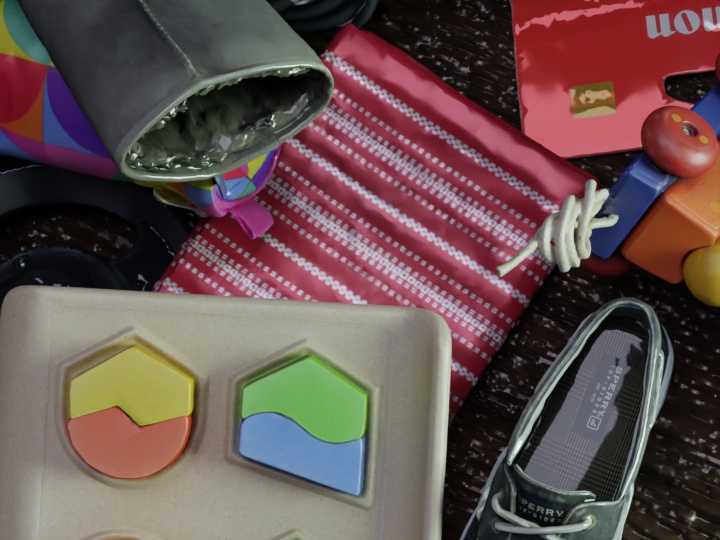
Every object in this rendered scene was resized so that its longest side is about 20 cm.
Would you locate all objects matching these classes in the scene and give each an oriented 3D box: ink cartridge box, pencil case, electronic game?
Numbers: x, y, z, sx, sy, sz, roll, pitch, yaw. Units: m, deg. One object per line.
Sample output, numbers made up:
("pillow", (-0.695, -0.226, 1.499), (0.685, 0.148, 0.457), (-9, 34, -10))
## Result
("ink cartridge box", (0.162, -0.149, 1.145), (0.200, 0.045, 0.176), (-7, 68, 8))
("pencil case", (-0.128, -0.080, 1.095), (0.200, 0.088, 0.088), (17, 75, 17))
("electronic game", (-0.140, 0.027, 1.136), (0.200, 0.042, 0.200), (-1, 71, 2))

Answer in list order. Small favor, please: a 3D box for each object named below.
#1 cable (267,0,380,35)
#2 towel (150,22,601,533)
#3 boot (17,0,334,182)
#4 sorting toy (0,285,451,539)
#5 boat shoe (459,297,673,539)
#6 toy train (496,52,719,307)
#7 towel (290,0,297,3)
("cable", (-0.022, -0.200, 1.199), (0.163, 0.051, 0.200), (-21, 64, -3))
("towel", (0.000, 0.000, 1.113), (0.145, 0.022, 0.200), (34, 75, 6))
("boot", (-0.132, -0.109, 1.030), (0.182, 0.073, 0.200), (-23, 61, -11))
("sorting toy", (-0.065, 0.103, 1.063), (0.200, 0.036, 0.185), (3, 92, 8))
("boat shoe", (0.078, 0.100, 1.056), (0.072, 0.071, 0.200), (15, 75, 15))
("toy train", (0.147, -0.005, 1.038), (0.116, 0.085, 0.200), (41, 44, 8))
("towel", (-0.005, -0.229, 1.084), (0.200, 0.023, 0.144), (-41, 79, 14))
